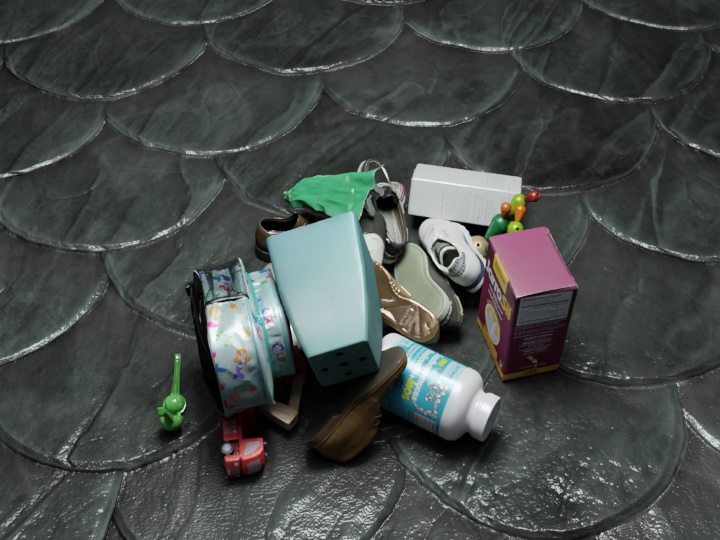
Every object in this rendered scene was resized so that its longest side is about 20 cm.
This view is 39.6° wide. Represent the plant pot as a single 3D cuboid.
[{"bbox_3d":[-0.041,0.053,1.453,0.138,0.142,0.203,-16,55,4],"label":"plant pot"}]

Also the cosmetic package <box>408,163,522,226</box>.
[{"bbox_3d":[0.189,-0.133,1.794,0.196,0.076,0.102,8,22,8],"label":"cosmetic package"}]

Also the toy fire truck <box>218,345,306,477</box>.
[{"bbox_3d":[-0.145,0.212,1.514,0.138,0.049,0.202,-6,48,-6],"label":"toy fire truck"}]

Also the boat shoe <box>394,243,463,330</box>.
[{"bbox_3d":[0.113,0.030,1.676,0.060,0.072,0.202,30,21,-33],"label":"boat shoe"}]

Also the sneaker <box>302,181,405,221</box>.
[{"bbox_3d":[-0.009,-0.120,1.798,0.196,0.076,0.081,-18,50,-17],"label":"sneaker"}]

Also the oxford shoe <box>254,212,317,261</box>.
[{"bbox_3d":[-0.087,-0.056,1.734,0.195,0.085,0.074,2,46,-1],"label":"oxford shoe"}]

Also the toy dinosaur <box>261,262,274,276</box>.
[{"bbox_3d":[-0.147,0.025,1.647,0.076,0.103,0.201,24,51,21],"label":"toy dinosaur"}]

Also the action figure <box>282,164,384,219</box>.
[{"bbox_3d":[-0.055,-0.126,1.699,0.197,0.055,0.119,5,54,37],"label":"action figure"}]

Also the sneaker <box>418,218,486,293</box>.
[{"bbox_3d":[0.144,-0.042,1.694,0.080,0.077,0.200,22,15,-33],"label":"sneaker"}]

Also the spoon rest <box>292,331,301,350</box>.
[{"bbox_3d":[-0.077,0.032,1.615,0.099,0.060,0.203,18,83,53],"label":"spoon rest"}]

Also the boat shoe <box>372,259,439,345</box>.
[{"bbox_3d":[0.042,0.051,1.574,0.199,0.065,0.071,42,85,19],"label":"boat shoe"}]

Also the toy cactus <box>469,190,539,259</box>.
[{"bbox_3d":[0.233,-0.037,1.706,0.163,0.101,0.205,1,79,45],"label":"toy cactus"}]

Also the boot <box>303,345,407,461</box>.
[{"bbox_3d":[0.008,0.195,1.462,0.200,0.075,0.074,-47,20,11],"label":"boot"}]

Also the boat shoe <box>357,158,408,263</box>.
[{"bbox_3d":[0.040,-0.114,1.738,0.072,0.060,0.204,7,60,-25],"label":"boat shoe"}]

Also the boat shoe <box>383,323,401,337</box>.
[{"bbox_3d":[0.009,0.103,1.603,0.198,0.074,0.063,-24,54,-33],"label":"boat shoe"}]

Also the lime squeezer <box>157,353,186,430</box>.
[{"bbox_3d":[-0.290,0.199,1.519,0.037,0.072,0.200,-18,18,4],"label":"lime squeezer"}]

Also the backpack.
[{"bbox_3d":[-0.173,0.104,1.457,0.147,0.180,0.202,-9,39,-5],"label":"backpack"}]

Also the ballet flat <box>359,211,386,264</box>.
[{"bbox_3d":[0.000,0.000,1.643,0.203,0.067,0.068,-65,25,-4],"label":"ballet flat"}]

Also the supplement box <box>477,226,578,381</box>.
[{"bbox_3d":[0.255,0.055,1.558,0.101,0.202,0.132,-9,47,-10],"label":"supplement box"}]

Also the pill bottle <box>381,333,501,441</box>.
[{"bbox_3d":[0.109,0.182,1.502,0.197,0.112,0.111,23,51,19],"label":"pill bottle"}]
